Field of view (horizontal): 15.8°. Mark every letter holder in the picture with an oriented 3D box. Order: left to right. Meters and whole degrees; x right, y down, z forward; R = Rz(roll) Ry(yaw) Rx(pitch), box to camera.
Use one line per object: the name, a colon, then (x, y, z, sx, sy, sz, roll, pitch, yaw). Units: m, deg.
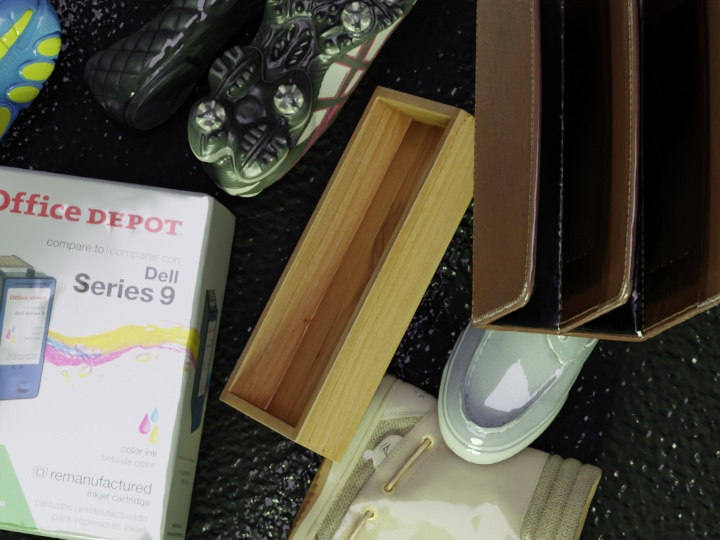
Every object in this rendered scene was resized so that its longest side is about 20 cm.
letter holder: (0.127, -0.077, 1.336, 0.100, 0.142, 0.201, 5, 77, -16)

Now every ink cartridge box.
ink cartridge box: (-0.159, 0.049, 1.458, 0.144, 0.088, 0.201, 9, 83, 6)

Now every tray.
tray: (0.000, 0.000, 1.445, 0.037, 0.099, 0.201, 29, 86, -30)

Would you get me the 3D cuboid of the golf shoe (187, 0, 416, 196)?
golf shoe: (-0.026, -0.129, 1.471, 0.077, 0.088, 0.200, 37, 79, 12)

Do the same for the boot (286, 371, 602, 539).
boot: (0.035, 0.173, 1.436, 0.155, 0.073, 0.201, 23, 77, 7)

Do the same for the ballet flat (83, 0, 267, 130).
ballet flat: (-0.080, -0.165, 1.485, 0.200, 0.066, 0.057, -45, 66, -3)

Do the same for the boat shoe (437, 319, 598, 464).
boat shoe: (0.107, 0.013, 1.427, 0.070, 0.072, 0.201, 31, 73, 10)

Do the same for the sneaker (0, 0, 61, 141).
sneaker: (-0.247, -0.088, 1.494, 0.200, 0.071, 0.083, -50, 39, 11)
